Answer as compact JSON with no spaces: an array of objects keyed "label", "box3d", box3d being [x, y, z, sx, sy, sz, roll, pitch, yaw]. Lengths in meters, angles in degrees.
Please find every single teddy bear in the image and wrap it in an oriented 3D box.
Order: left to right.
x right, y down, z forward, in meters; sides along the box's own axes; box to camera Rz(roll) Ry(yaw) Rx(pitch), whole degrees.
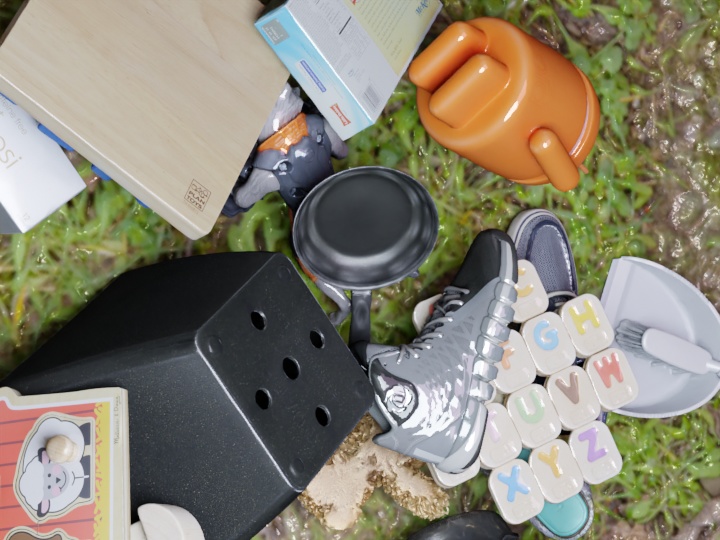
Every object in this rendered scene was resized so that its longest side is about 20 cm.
[{"label":"teddy bear","box3d":[0.030,0.133,1.527,0.145,0.067,0.200,37,78,-2]}]

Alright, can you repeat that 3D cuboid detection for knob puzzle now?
[{"label":"knob puzzle","box3d":[-0.249,0.176,1.258,0.030,0.219,0.221,29,75,-62]}]

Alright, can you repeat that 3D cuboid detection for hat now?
[{"label":"hat","box3d":[0.076,0.245,1.518,0.200,0.201,0.081,-24,79,-24]}]

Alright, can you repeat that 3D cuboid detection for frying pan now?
[{"label":"frying pan","box3d":[0.016,-0.007,1.459,0.114,0.031,0.191,-19,126,5]}]

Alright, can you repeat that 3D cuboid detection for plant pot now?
[{"label":"plant pot","box3d":[-0.111,0.099,1.355,0.201,0.177,0.200,58,38,-12]}]

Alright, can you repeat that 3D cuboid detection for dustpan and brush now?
[{"label":"dustpan and brush","box3d":[0.305,0.081,1.676,0.199,0.057,0.140,21,81,-25]}]

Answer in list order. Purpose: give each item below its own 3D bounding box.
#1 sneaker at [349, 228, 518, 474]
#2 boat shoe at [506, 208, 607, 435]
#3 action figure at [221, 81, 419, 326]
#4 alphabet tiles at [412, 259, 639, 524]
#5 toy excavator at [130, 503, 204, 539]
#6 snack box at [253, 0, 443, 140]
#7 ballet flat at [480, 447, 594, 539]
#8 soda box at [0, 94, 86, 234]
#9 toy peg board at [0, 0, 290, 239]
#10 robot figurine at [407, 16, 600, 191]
[{"label":"sneaker","box3d":[0.053,0.051,1.454,0.115,0.075,0.201,15,75,-12]},{"label":"boat shoe","box3d":[0.175,0.047,1.592,0.074,0.093,0.201,-7,94,-26]},{"label":"action figure","box3d":[-0.018,-0.083,1.491,0.200,0.104,0.194,-47,120,-15]},{"label":"alphabet tiles","box3d":[0.131,0.097,1.515,0.199,0.015,0.196,-22,86,-21]},{"label":"toy excavator","box3d":[-0.207,0.260,1.279,0.100,0.193,0.201,22,69,-68]},{"label":"snack box","box3d":[-0.005,-0.204,1.473,0.116,0.037,0.200,52,36,-18]},{"label":"ballet flat","box3d":[0.126,0.148,1.579,0.072,0.072,0.201,-35,77,-22]},{"label":"soda box","box3d":[-0.290,-0.125,1.370,0.064,0.068,0.200,-39,107,-20]},{"label":"toy peg board","box3d":[-0.175,-0.146,1.387,0.200,0.098,0.200,38,55,-22]},{"label":"robot figurine","box3d":[0.124,-0.136,1.533,0.200,0.143,0.117,21,84,-51]}]
